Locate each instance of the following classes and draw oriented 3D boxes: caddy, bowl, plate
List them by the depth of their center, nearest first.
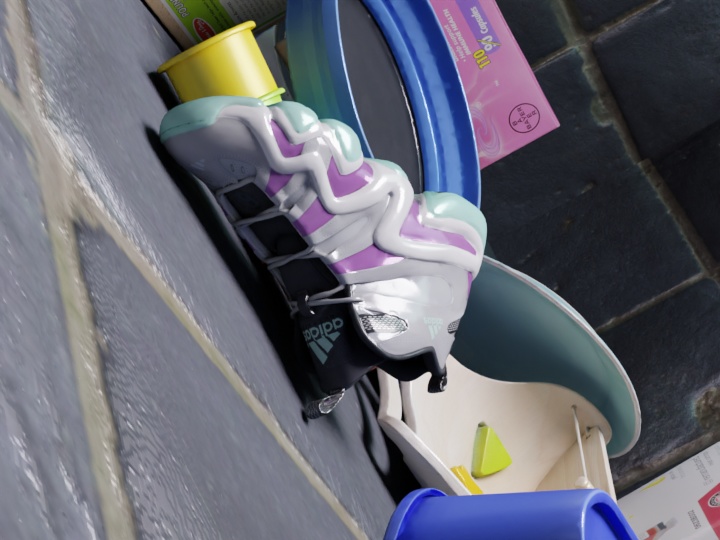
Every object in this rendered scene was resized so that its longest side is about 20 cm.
[{"bbox_3d":[0.062,0.169,0.691,0.200,0.105,0.142,55,32,-50],"label":"caddy"},{"bbox_3d":[0.015,-0.101,1.029,0.201,0.039,0.201,46,35,-48],"label":"bowl"},{"bbox_3d":[0.110,0.051,1.164,0.200,0.026,0.200,32,-26,18],"label":"plate"}]

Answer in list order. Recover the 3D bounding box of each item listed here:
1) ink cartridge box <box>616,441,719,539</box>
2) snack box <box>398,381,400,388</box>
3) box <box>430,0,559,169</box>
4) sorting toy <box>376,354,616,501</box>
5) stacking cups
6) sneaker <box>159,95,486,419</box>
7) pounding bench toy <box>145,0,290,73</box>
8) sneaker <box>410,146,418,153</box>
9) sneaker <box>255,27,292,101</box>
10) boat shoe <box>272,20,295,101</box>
[{"bbox_3d":[0.190,0.203,1.114,0.084,0.200,0.145,58,7,-7],"label":"ink cartridge box"},{"bbox_3d":[0.040,0.067,1.140,0.072,0.024,0.200,-62,131,-68],"label":"snack box"},{"bbox_3d":[0.046,-0.168,1.533,0.176,0.200,0.097,59,7,-26],"label":"box"},{"bbox_3d":[0.074,0.122,1.040,0.180,0.107,0.200,47,19,-20],"label":"sorting toy"},{"bbox_3d":[-0.039,-0.036,0.944,0.200,0.060,0.061,62,6,-7],"label":"stacking cups"},{"bbox_3d":[-0.022,0.004,0.863,0.200,0.078,0.140,23,65,-29],"label":"sneaker"},{"bbox_3d":[-0.085,-0.229,1.099,0.156,0.124,0.200,65,7,31],"label":"pounding bench toy"},{"bbox_3d":[-0.033,-0.051,1.064,0.200,0.082,0.075,3,93,-66],"label":"sneaker"},{"bbox_3d":[-0.034,-0.129,1.319,0.073,0.072,0.200,58,5,30],"label":"sneaker"},{"bbox_3d":[-0.002,-0.105,1.241,0.062,0.073,0.200,-112,177,-68],"label":"boat shoe"}]
